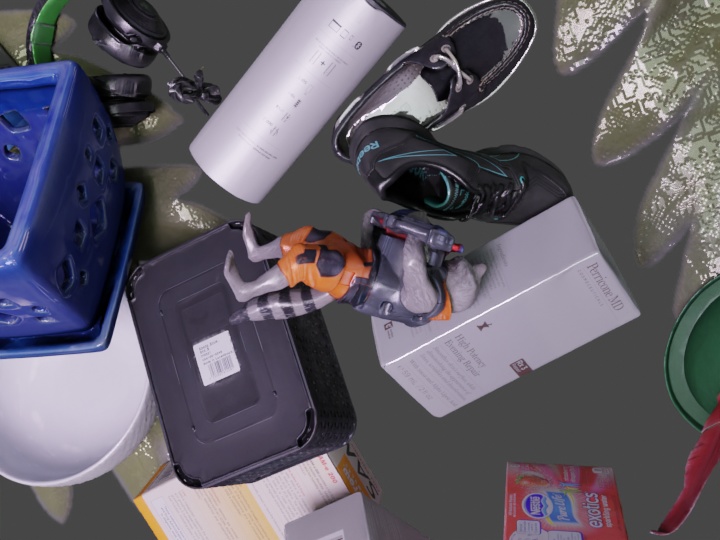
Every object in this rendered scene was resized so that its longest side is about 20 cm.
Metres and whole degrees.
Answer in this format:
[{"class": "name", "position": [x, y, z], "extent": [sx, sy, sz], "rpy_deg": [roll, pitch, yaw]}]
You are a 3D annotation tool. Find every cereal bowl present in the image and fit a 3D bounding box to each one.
[{"class": "cereal bowl", "position": [-0.265, 0.101, 0.828], "extent": [0.199, 0.083, 0.201], "rpy_deg": [-4, 74, 15]}]

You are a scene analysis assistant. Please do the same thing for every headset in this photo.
[{"class": "headset", "position": [-0.210, -0.177, 0.756], "extent": [0.200, 0.094, 0.124], "rpy_deg": [21, 107, 16]}]

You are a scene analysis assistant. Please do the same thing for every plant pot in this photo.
[{"class": "plant pot", "position": [-0.296, -0.032, 0.733], "extent": [0.199, 0.201, 0.180], "rpy_deg": [-5, 147, 14]}]

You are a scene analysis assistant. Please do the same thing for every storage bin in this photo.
[{"class": "storage bin", "position": [-0.103, 0.074, 0.764], "extent": [0.135, 0.094, 0.201], "rpy_deg": [-24, 72, 15]}]

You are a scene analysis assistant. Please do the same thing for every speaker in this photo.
[{"class": "speaker", "position": [-0.055, -0.153, 0.743], "extent": [0.081, 0.081, 0.200], "rpy_deg": [41, 108, -2]}]

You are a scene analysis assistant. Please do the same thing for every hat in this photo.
[{"class": "hat", "position": [0.332, 0.107, 0.691], "extent": [0.165, 0.176, 0.201], "rpy_deg": [20, 107, 4]}]

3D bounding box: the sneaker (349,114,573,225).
[{"class": "sneaker", "position": [0.087, -0.063, 0.717], "extent": [0.199, 0.079, 0.076], "rpy_deg": [11, 123, -17]}]

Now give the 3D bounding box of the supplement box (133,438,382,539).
[{"class": "supplement box", "position": [-0.096, 0.216, 0.850], "extent": [0.200, 0.074, 0.126], "rpy_deg": [-27, 98, 15]}]

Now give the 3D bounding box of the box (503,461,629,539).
[{"class": "box", "position": [0.169, 0.249, 0.746], "extent": [0.102, 0.200, 0.095], "rpy_deg": [2, 105, 9]}]

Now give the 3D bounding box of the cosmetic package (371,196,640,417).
[{"class": "cosmetic package", "position": [0.120, 0.035, 0.746], "extent": [0.200, 0.074, 0.102], "rpy_deg": [-30, 133, 18]}]

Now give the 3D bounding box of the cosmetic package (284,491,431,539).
[{"class": "cosmetic package", "position": [0.024, 0.287, 0.784], "extent": [0.090, 0.107, 0.200], "rpy_deg": [-26, 135, 14]}]

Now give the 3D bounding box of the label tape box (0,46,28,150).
[{"class": "label tape box", "position": [-0.389, -0.158, 0.809], "extent": [0.143, 0.066, 0.200], "rpy_deg": [-37, 94, 17]}]

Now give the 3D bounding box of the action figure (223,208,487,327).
[{"class": "action figure", "position": [0.000, 0.000, 0.693], "extent": [0.193, 0.200, 0.105], "rpy_deg": [7, 94, -2]}]

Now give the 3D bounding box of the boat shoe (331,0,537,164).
[{"class": "boat shoe", "position": [0.058, -0.154, 0.732], "extent": [0.200, 0.060, 0.074], "rpy_deg": [-31, 97, 16]}]
